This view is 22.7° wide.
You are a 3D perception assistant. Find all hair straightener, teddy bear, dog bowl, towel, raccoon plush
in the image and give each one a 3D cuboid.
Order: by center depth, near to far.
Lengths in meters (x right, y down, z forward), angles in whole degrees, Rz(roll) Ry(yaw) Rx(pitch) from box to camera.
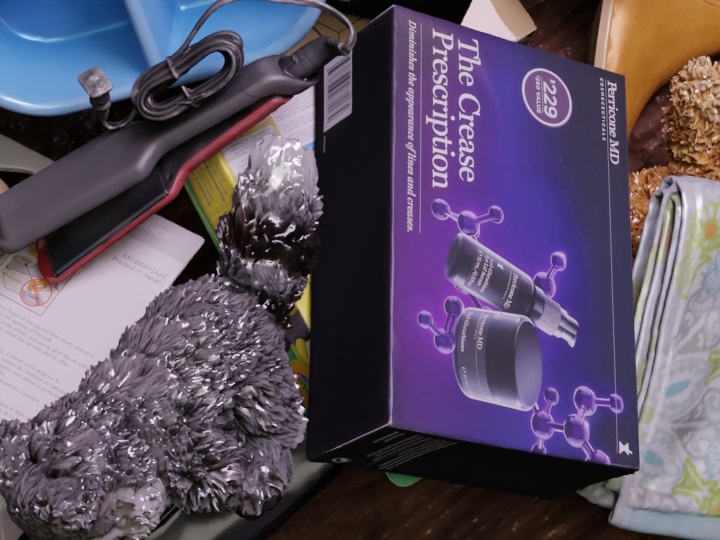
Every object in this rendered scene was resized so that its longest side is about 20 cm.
[{"bbox_3d":[-0.097,0.032,0.782,0.096,0.133,0.203,3,88,36],"label":"raccoon plush"},{"bbox_3d":[-0.090,-0.064,0.801,0.199,0.077,0.041,-29,54,20],"label":"hair straightener"},{"bbox_3d":[-0.103,-0.132,0.810,0.198,0.112,0.050,-13,37,6],"label":"dog bowl"},{"bbox_3d":[0.211,0.053,0.891,0.198,0.048,0.173,12,97,-24],"label":"towel"},{"bbox_3d":[0.210,-0.053,0.922,0.198,0.146,0.067,-23,39,-14],"label":"teddy bear"}]

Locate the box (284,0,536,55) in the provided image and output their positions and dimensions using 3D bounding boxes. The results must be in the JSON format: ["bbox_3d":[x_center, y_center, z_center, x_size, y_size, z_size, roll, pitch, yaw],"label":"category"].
[{"bbox_3d":[-0.026,-0.167,0.958,0.163,0.021,0.201,-33,86,-10],"label":"box"}]

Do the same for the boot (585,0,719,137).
[{"bbox_3d":[0.196,-0.135,0.948,0.142,0.071,0.203,12,73,2],"label":"boot"}]

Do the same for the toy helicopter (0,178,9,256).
[{"bbox_3d":[-0.216,-0.092,0.886,0.131,0.079,0.201,-23,70,-22],"label":"toy helicopter"}]

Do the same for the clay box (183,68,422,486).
[{"bbox_3d":[0.000,0.000,0.885,0.114,0.047,0.201,-27,90,-35],"label":"clay box"}]

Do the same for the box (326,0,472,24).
[{"bbox_3d":[-0.024,-0.244,0.900,0.194,0.117,0.202,9,80,-4],"label":"box"}]

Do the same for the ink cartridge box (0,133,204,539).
[{"bbox_3d":[-0.202,0.017,0.870,0.199,0.045,0.177,27,58,16],"label":"ink cartridge box"}]

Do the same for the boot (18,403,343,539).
[{"bbox_3d":[-0.127,0.096,0.881,0.200,0.066,0.165,-40,93,-8],"label":"boot"}]

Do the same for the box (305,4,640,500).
[{"bbox_3d":[0.054,-0.005,0.846,0.140,0.079,0.202,13,67,-31],"label":"box"}]
